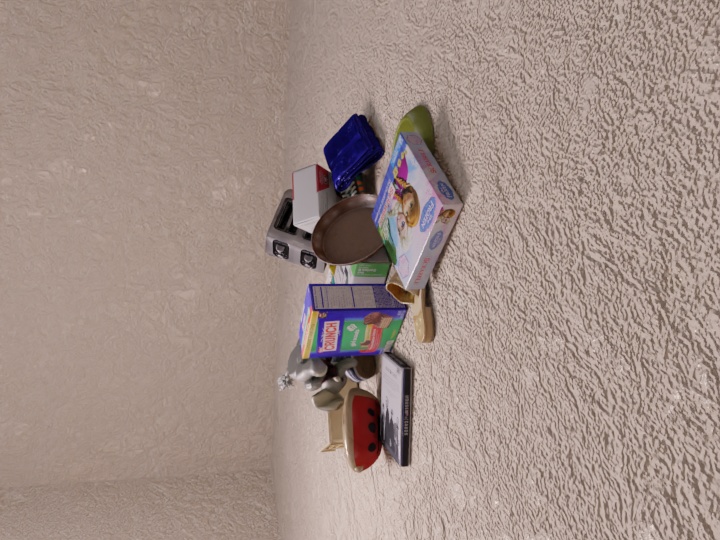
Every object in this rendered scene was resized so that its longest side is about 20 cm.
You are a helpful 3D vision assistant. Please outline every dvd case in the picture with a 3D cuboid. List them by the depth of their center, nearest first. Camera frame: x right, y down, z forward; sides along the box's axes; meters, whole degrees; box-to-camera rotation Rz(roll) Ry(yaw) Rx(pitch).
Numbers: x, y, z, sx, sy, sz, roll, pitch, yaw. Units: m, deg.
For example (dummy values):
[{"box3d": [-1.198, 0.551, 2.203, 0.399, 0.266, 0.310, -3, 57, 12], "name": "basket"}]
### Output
[{"box3d": [0.072, 0.283, 1.283, 0.150, 0.025, 0.201, -159, 70, -76], "name": "dvd case"}]

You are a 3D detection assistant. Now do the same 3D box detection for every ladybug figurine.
[{"box3d": [0.008, 0.356, 1.386, 0.136, 0.072, 0.200, 61, -157, -48], "name": "ladybug figurine"}]

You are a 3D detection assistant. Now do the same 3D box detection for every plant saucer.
[{"box3d": [0.094, -0.218, 1.194, 0.200, 0.031, 0.201, 180, 90, -77], "name": "plant saucer"}, {"box3d": [-0.013, -0.084, 1.365, 0.035, 0.200, 0.201, 57, -166, -45], "name": "plant saucer"}]

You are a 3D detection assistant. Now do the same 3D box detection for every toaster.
[{"box3d": [-0.150, -0.116, 1.719, 0.119, 0.180, 0.200, 107, -177, -69], "name": "toaster"}]

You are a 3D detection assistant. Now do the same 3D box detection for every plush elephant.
[{"box3d": [-0.083, 0.231, 1.433, 0.200, 0.155, 0.165, -53, 30, 33], "name": "plush elephant"}]

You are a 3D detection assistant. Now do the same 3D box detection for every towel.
[{"box3d": [-0.027, -0.295, 1.503, 0.148, 0.050, 0.200, -39, 36, 16], "name": "towel"}]

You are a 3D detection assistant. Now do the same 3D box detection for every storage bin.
[{"box3d": [-0.066, 0.385, 1.699, 0.199, 0.093, 0.201, 120, 147, -63], "name": "storage bin"}]

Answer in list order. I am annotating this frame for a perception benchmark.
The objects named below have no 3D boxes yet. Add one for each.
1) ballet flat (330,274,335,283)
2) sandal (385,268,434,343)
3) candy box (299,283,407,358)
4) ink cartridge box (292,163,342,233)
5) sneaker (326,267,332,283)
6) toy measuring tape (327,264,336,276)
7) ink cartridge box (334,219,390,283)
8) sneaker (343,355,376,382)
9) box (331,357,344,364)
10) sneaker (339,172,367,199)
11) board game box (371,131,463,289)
[{"box3d": [-0.045, 0.073, 1.715, 0.072, 0.068, 0.201, 29, -124, -84], "name": "ballet flat"}, {"box3d": [0.083, 0.036, 1.148, 0.078, 0.069, 0.212, 111, 155, -55], "name": "sandal"}, {"box3d": [-0.020, 0.106, 1.297, 0.169, 0.199, 0.077, 105, 160, -47], "name": "candy box"}, {"box3d": [-0.081, -0.163, 1.569, 0.083, 0.200, 0.146, -15, 70, 30], "name": "ink cartridge box"}, {"box3d": [-0.071, 0.040, 1.797, 0.081, 0.075, 0.201, -107, 28, -72], "name": "sneaker"}, {"box3d": [-0.053, -0.023, 1.628, 0.200, 0.073, 0.074, 63, 179, -26], "name": "toy measuring tape"}, {"box3d": [0.000, 0.000, 1.458, 0.200, 0.084, 0.146, 104, 160, -44], "name": "ink cartridge box"}, {"box3d": [-0.012, 0.181, 1.535, 0.109, 0.070, 0.201, 124, 141, -63], "name": "sneaker"}, {"box3d": [-0.055, 0.159, 1.584, 0.158, 0.051, 0.201, -53, -32, -60], "name": "box"}, {"box3d": [-0.022, -0.189, 1.520, 0.071, 0.080, 0.200, -33, 44, 23], "name": "sneaker"}, {"box3d": [0.092, -0.106, 1.093, 0.200, 0.041, 0.200, 109, 149, -42], "name": "board game box"}]
